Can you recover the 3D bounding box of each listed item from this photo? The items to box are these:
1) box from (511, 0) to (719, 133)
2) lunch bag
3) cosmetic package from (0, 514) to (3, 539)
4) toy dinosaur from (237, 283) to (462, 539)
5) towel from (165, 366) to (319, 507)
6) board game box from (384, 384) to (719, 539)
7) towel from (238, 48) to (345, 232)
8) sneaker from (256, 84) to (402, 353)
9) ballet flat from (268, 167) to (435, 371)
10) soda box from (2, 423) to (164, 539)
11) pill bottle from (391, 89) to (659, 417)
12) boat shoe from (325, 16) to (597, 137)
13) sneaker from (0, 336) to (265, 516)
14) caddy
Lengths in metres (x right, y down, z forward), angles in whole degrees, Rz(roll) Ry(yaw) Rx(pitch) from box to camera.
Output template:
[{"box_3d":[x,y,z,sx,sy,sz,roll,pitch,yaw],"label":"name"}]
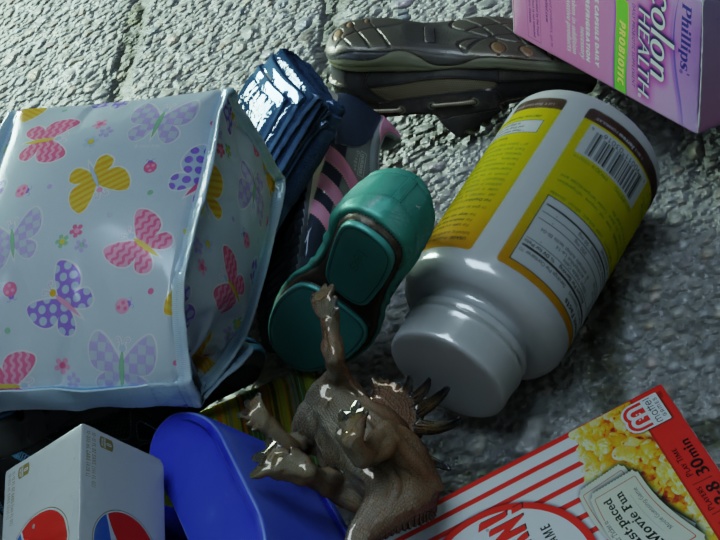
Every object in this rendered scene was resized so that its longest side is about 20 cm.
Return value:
[{"box_3d":[0.230,-0.197,1.085,0.175,0.097,0.200,-23,36,-24],"label":"box"},{"box_3d":[-0.152,0.000,0.980,0.169,0.127,0.201,-5,51,19],"label":"lunch bag"},{"box_3d":[-0.285,0.060,1.055,0.122,0.200,0.200,5,50,29],"label":"cosmetic package"},{"box_3d":[0.009,0.102,0.890,0.086,0.135,0.200,-41,34,13],"label":"toy dinosaur"},{"box_3d":[-0.114,0.128,1.032,0.199,0.018,0.086,-23,40,6],"label":"towel"},{"box_3d":[0.110,0.167,0.848,0.199,0.046,0.152,-28,40,0],"label":"board game box"},{"box_3d":[-0.088,-0.054,1.105,0.200,0.048,0.112,-59,29,14],"label":"towel"},{"box_3d":[-0.016,-0.030,1.108,0.070,0.082,0.201,-26,49,60],"label":"sneaker"},{"box_3d":[0.000,0.000,0.978,0.067,0.200,0.070,39,59,3],"label":"ballet flat"},{"box_3d":[-0.145,0.186,0.831,0.068,0.064,0.201,-32,46,29],"label":"soda box"},{"box_3d":[0.100,-0.010,0.989,0.109,0.109,0.200,11,54,36],"label":"pill bottle"},{"box_3d":[0.074,-0.141,1.169,0.199,0.074,0.075,4,32,4],"label":"boat shoe"},{"box_3d":[-0.153,0.095,1.029,0.199,0.082,0.073,-18,20,-16],"label":"sneaker"},{"box_3d":[-0.073,0.176,0.899,0.141,0.105,0.200,-49,39,12],"label":"caddy"}]
